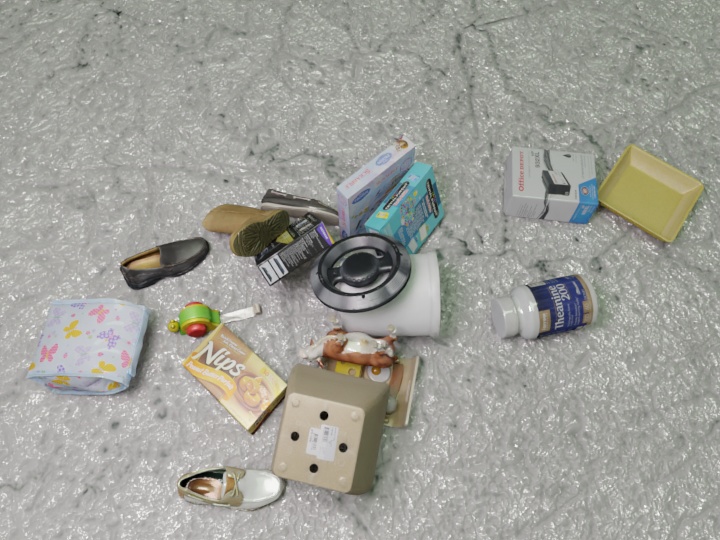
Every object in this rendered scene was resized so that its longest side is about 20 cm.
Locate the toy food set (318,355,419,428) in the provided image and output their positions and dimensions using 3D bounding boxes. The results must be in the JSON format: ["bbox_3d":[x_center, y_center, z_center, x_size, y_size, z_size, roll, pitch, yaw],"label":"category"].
[{"bbox_3d":[0.010,0.221,1.149,0.195,0.061,0.146,11,64,5],"label":"toy food set"}]

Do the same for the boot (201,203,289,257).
[{"bbox_3d":[-0.274,-0.090,1.243,0.197,0.068,0.174,10,28,35],"label":"boot"}]

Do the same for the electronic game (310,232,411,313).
[{"bbox_3d":[0.000,0.000,1.090,0.195,0.042,0.203,-8,44,8],"label":"electronic game"}]

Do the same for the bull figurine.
[{"bbox_3d":[-0.020,0.145,1.110,0.195,0.122,0.066,5,57,-5],"label":"bull figurine"}]

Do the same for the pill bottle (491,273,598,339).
[{"bbox_3d":[0.379,0.079,1.192,0.195,0.112,0.113,-11,63,-6],"label":"pill bottle"}]

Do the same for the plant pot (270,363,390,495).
[{"bbox_3d":[-0.062,0.289,1.017,0.195,0.177,0.205,11,84,6],"label":"plant pot"}]

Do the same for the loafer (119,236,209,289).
[{"bbox_3d":[-0.431,-0.025,1.267,0.197,0.073,0.073,-28,65,-14],"label":"loafer"}]

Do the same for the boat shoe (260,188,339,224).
[{"bbox_3d":[-0.137,-0.154,1.336,0.195,0.067,0.058,10,67,9],"label":"boat shoe"}]

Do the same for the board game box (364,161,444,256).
[{"bbox_3d":[0.102,-0.113,1.266,0.046,0.152,0.201,22,62,35],"label":"board game box"}]

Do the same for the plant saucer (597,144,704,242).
[{"bbox_3d":[0.676,-0.176,1.358,0.198,0.049,0.201,35,68,17],"label":"plant saucer"}]

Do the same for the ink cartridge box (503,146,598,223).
[{"bbox_3d":[0.444,-0.202,1.350,0.195,0.084,0.148,6,63,3],"label":"ink cartridge box"}]

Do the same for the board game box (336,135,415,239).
[{"bbox_3d":[0.035,-0.169,1.269,0.199,0.201,0.041,-40,68,-19],"label":"board game box"}]

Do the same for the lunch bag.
[{"bbox_3d":[-0.529,0.156,1.149,0.195,0.128,0.173,-4,60,9],"label":"lunch bag"}]

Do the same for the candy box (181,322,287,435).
[{"bbox_3d":[-0.250,0.216,1.155,0.199,0.056,0.115,38,69,18],"label":"candy box"}]

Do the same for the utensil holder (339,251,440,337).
[{"bbox_3d":[0.059,0.052,1.176,0.195,0.171,0.174,-2,63,1],"label":"utensil holder"}]

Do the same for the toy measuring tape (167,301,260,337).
[{"bbox_3d":[-0.311,0.094,1.209,0.195,0.074,0.075,-13,63,-6],"label":"toy measuring tape"}]

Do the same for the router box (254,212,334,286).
[{"bbox_3d":[-0.146,-0.050,1.205,0.156,0.200,0.053,-34,106,-4],"label":"router box"}]

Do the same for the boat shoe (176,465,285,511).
[{"bbox_3d":[-0.239,0.400,1.054,0.195,0.069,0.076,-3,63,-2],"label":"boat shoe"}]
